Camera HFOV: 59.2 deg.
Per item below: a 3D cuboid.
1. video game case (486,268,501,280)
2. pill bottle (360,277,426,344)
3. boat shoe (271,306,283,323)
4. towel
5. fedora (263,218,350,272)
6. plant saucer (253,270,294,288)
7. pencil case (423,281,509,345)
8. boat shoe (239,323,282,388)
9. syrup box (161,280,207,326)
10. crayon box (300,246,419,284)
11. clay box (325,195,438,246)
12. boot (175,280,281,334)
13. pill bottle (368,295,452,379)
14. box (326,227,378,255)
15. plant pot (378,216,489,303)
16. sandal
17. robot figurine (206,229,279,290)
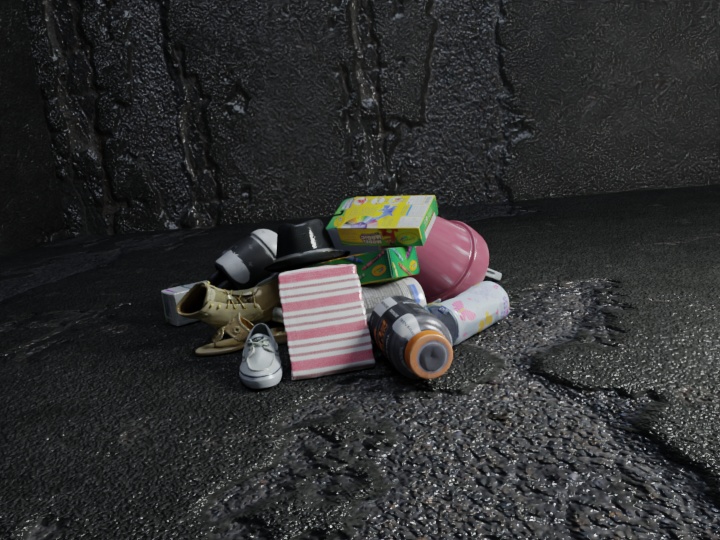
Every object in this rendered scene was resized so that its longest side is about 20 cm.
[{"bbox_3d":[0.226,-0.015,1.567,0.199,0.024,0.182,15,1,32],"label":"video game case"},{"bbox_3d":[0.015,0.083,1.195,0.199,0.114,0.114,-9,12,-18],"label":"pill bottle"},{"bbox_3d":[-0.091,0.075,1.319,0.199,0.069,0.075,0,8,-32],"label":"boat shoe"},{"bbox_3d":[-0.062,0.086,1.107,0.146,0.201,0.030,-8,-24,-9],"label":"towel"},{"bbox_3d":[-0.115,-0.054,1.299,0.200,0.092,0.201,-11,-2,0],"label":"fedora"},{"bbox_3d":[-0.144,0.061,1.423,0.199,0.050,0.200,-10,-22,-4],"label":"plant saucer"},{"bbox_3d":[0.198,0.080,1.194,0.091,0.083,0.200,30,31,35],"label":"pencil case"},{"bbox_3d":[-0.180,0.145,1.111,0.073,0.067,0.200,-9,12,-12],"label":"boat shoe"},{"bbox_3d":[-0.373,0.069,1.545,0.199,0.079,0.081,-15,14,-36],"label":"syrup box"},{"bbox_3d":[0.000,0.000,1.242,0.199,0.059,0.119,-12,-2,30],"label":"crayon box"},{"bbox_3d":[0.042,-0.099,1.256,0.199,0.048,0.115,1,39,26],"label":"clay box"},{"bbox_3d":[-0.254,0.059,1.288,0.199,0.073,0.155,-23,-28,18],"label":"boot"},{"bbox_3d":[0.085,0.112,1.040,0.106,0.107,0.200,-8,11,-11],"label":"pill bottle"},{"bbox_3d":[0.027,-0.042,1.652,0.196,0.118,0.200,7,0,37],"label":"box"},{"bbox_3d":[0.143,-0.038,1.353,0.179,0.201,0.200,31,-14,-36],"label":"plant pot"},{"bbox_3d":[-0.228,0.116,1.269,0.211,0.070,0.078,-8,12,-8],"label":"sandal"},{"bbox_3d":[-0.259,-0.007,1.494,0.200,0.150,0.125,-42,2,-16],"label":"robot figurine"}]
